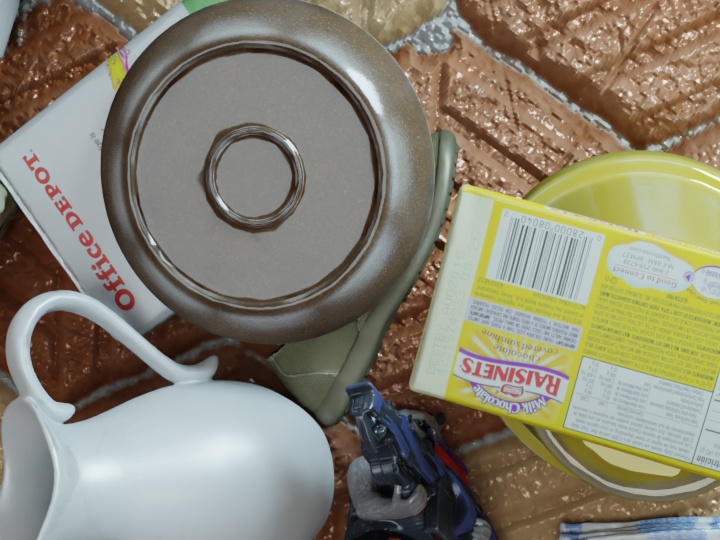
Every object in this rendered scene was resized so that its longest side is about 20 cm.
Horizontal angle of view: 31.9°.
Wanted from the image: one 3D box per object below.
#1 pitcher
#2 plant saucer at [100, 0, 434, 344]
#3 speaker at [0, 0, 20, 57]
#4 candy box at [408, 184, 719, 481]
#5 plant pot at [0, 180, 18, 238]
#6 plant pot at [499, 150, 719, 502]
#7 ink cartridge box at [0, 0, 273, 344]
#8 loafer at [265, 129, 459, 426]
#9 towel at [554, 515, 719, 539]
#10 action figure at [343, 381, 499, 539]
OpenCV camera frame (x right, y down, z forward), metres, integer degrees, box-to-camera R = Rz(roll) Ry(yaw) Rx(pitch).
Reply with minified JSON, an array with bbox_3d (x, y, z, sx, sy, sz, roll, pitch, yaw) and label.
[{"bbox_3d":[-0.117,0.101,0.748,0.121,0.199,0.173,-3,85,53],"label":"pitcher"},{"bbox_3d":[-0.057,-0.054,0.718,0.198,0.032,0.202,1,99,8],"label":"plant saucer"},{"bbox_3d":[-0.232,-0.238,0.784,0.081,0.081,0.201,22,100,6],"label":"speaker"},{"bbox_3d":[0.130,0.034,0.592,0.198,0.026,0.103,16,103,8],"label":"candy box"},{"bbox_3d":[-0.317,-0.054,0.762,0.183,0.201,0.201,42,102,-7],"label":"plant pot"},{"bbox_3d":[0.156,0.038,0.698,0.199,0.189,0.203,1,99,10],"label":"plant pot"},{"bbox_3d":[-0.101,-0.072,0.781,0.199,0.084,0.145,-35,91,12],"label":"ink cartridge box"},{"bbox_3d":[0.000,0.000,0.777,0.067,0.076,0.201,25,101,-1],"label":"loafer"},{"bbox_3d":[0.228,0.225,0.795,0.198,0.024,0.148,-6,97,11],"label":"towel"},{"bbox_3d":[0.003,0.153,0.750,0.104,0.194,0.201,-5,132,32],"label":"action figure"}]
